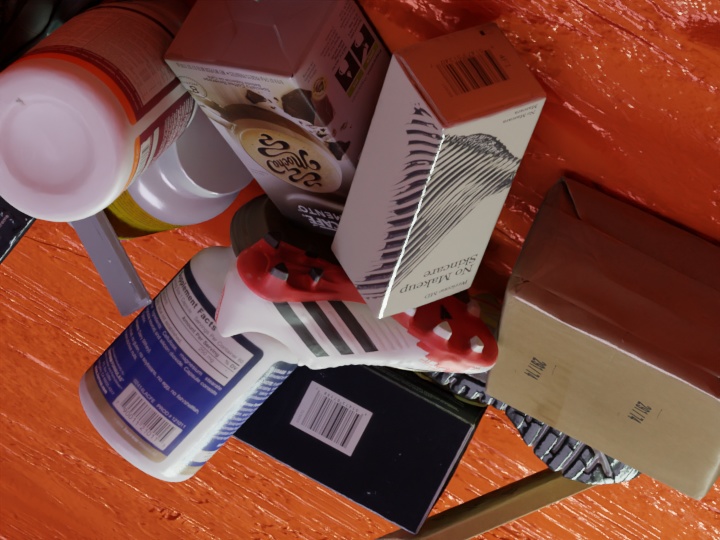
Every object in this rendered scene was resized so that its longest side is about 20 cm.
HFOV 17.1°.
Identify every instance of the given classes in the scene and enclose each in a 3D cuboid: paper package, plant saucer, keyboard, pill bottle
[{"bbox_3d":[0.191,0.049,1.658,0.191,0.104,0.200,27,160,11],"label":"paper package"},{"bbox_3d":[0.000,0.000,1.738,0.200,0.200,0.029,30,115,-2],"label":"plant saucer"},{"bbox_3d":[-0.216,-0.058,1.804,0.200,0.011,0.056,62,155,-2],"label":"keyboard"},{"bbox_3d":[-0.151,-0.081,1.798,0.104,0.104,0.200,38,158,-22],"label":"pill bottle"},{"bbox_3d":[-0.109,0.054,1.808,0.116,0.200,0.116,41,-166,-13],"label":"pill bottle"},{"bbox_3d":[-0.172,-0.116,1.599,0.109,0.200,0.110,6,113,14],"label":"pill bottle"}]

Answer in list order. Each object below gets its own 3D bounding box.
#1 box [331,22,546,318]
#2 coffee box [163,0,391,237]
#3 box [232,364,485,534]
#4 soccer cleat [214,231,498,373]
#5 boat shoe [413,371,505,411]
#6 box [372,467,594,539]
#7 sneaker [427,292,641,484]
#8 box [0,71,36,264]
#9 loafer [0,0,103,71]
[{"bbox_3d":[0.047,-0.061,1.523,0.068,0.082,0.200,57,152,27],"label":"box"},{"bbox_3d":[-0.029,-0.105,1.620,0.113,0.080,0.200,12,153,36],"label":"coffee box"},{"bbox_3d":[-0.007,0.110,1.948,0.200,0.104,0.182,28,-171,5],"label":"box"},{"bbox_3d":[-0.003,0.036,1.625,0.200,0.069,0.085,17,130,-22],"label":"soccer cleat"},{"bbox_3d":[0.054,0.048,1.874,0.202,0.072,0.060,34,154,-22],"label":"boat shoe"},{"bbox_3d":[0.119,0.189,1.943,0.163,0.200,0.021,147,102,-77],"label":"box"},{"bbox_3d":[0.143,0.080,1.812,0.200,0.090,0.078,38,128,9],"label":"sneaker"},{"bbox_3d":[-0.314,-0.083,1.660,0.197,0.124,0.200,39,-165,-8],"label":"box"},{"bbox_3d":[-0.222,-0.198,1.697,0.063,0.072,0.200,53,148,-6],"label":"loafer"}]
